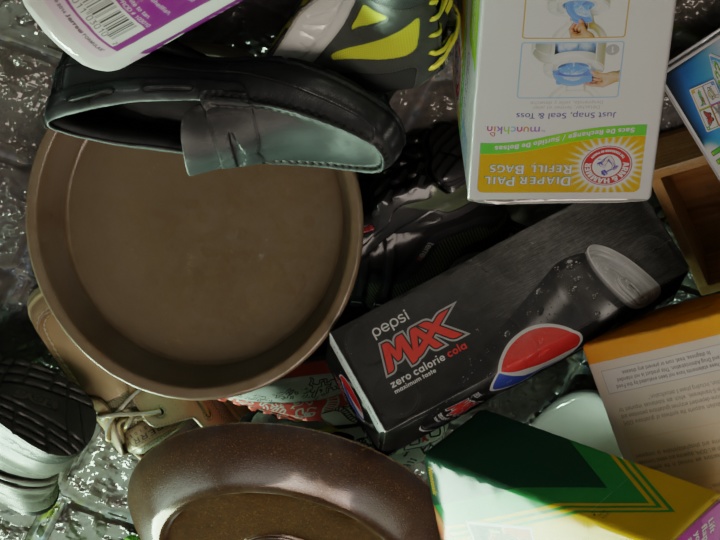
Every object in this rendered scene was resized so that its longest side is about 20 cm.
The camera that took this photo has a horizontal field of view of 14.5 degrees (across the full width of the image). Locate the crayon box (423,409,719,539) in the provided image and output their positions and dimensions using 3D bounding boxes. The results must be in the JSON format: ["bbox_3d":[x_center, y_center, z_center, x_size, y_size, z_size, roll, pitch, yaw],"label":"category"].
[{"bbox_3d":[0.130,0.194,1.576,0.172,0.058,0.201,19,132,42],"label":"crayon box"}]

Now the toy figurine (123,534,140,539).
[{"bbox_3d":[-0.056,0.234,1.813,0.183,0.151,0.200,0,154,-12],"label":"toy figurine"}]

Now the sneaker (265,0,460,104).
[{"bbox_3d":[0.024,-0.147,1.490,0.084,0.075,0.200,31,151,-11],"label":"sneaker"}]

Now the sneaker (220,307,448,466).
[{"bbox_3d":[-0.040,0.076,1.708,0.200,0.067,0.108,-2,130,-6],"label":"sneaker"}]

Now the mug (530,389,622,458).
[{"bbox_3d":[0.169,0.180,1.750,0.153,0.150,0.187,21,123,-26],"label":"mug"}]

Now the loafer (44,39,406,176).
[{"bbox_3d":[-0.074,-0.079,1.524,0.199,0.071,0.068,13,150,16],"label":"loafer"}]

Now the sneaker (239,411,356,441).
[{"bbox_3d":[-0.011,0.153,1.702,0.076,0.076,0.200,2,153,26],"label":"sneaker"}]

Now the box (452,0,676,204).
[{"bbox_3d":[0.106,-0.145,1.481,0.101,0.113,0.201,-1,131,-3],"label":"box"}]

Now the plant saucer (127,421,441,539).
[{"bbox_3d":[-0.041,0.159,1.643,0.199,0.032,0.201,9,142,7],"label":"plant saucer"}]

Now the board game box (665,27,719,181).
[{"bbox_3d":[0.263,-0.057,1.530,0.126,0.035,0.201,-32,86,27],"label":"board game box"}]

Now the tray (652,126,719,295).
[{"bbox_3d":[0.271,-0.058,1.602,0.199,0.037,0.099,-17,128,16],"label":"tray"}]

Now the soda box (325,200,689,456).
[{"bbox_3d":[0.082,0.026,1.594,0.199,0.071,0.063,-28,166,-10],"label":"soda box"}]

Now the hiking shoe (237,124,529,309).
[{"bbox_3d":[0.000,0.000,1.641,0.199,0.076,0.101,-25,122,22],"label":"hiking shoe"}]

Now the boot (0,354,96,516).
[{"bbox_3d":[-0.259,0.076,1.726,0.200,0.068,0.131,37,148,-4],"label":"boot"}]

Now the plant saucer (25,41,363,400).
[{"bbox_3d":[-0.091,-0.028,1.591,0.199,0.029,0.201,2,96,15],"label":"plant saucer"}]

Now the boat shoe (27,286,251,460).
[{"bbox_3d":[-0.128,0.080,1.725,0.072,0.065,0.200,-27,124,24],"label":"boat shoe"}]

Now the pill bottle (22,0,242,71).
[{"bbox_3d":[-0.078,-0.193,1.454,0.199,0.113,0.112,-26,125,23],"label":"pill bottle"}]

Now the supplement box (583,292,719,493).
[{"bbox_3d":[0.217,0.113,1.552,0.126,0.073,0.201,-16,95,52],"label":"supplement box"}]
